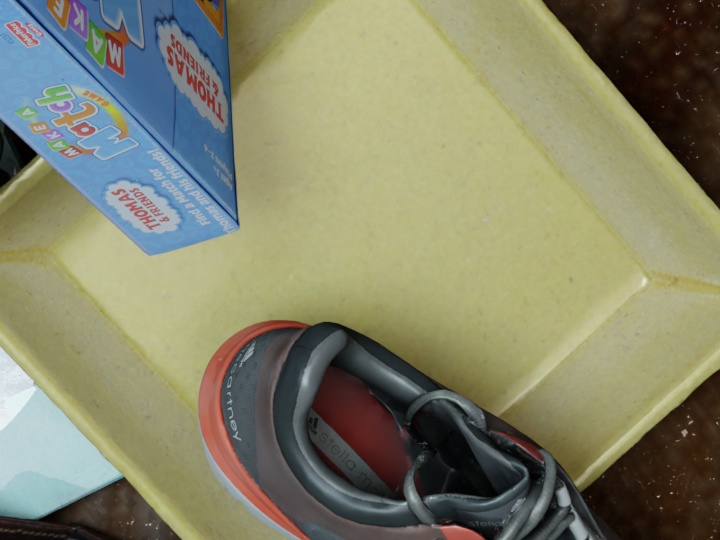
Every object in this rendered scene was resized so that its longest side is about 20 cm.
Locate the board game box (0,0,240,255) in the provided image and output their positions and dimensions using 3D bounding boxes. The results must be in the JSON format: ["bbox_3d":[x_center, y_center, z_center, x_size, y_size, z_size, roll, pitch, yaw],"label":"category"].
[{"bbox_3d":[-0.086,-0.126,0.715,0.036,0.151,0.201,-17,58,18],"label":"board game box"}]

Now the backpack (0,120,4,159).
[{"bbox_3d":[-0.189,-0.103,0.744,0.175,0.153,0.201,-5,68,2],"label":"backpack"}]

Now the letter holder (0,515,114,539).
[{"bbox_3d":[-0.129,0.182,0.760,0.100,0.142,0.201,21,93,37],"label":"letter holder"}]

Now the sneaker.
[{"bbox_3d":[0.039,0.087,0.752,0.200,0.082,0.077,36,68,-11],"label":"sneaker"}]

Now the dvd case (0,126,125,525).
[{"bbox_3d":[-0.185,0.042,0.826,0.199,0.022,0.147,-25,94,0],"label":"dvd case"}]

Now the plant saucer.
[{"bbox_3d":[0.000,0.000,0.809,0.200,0.048,0.200,-42,101,0],"label":"plant saucer"}]
